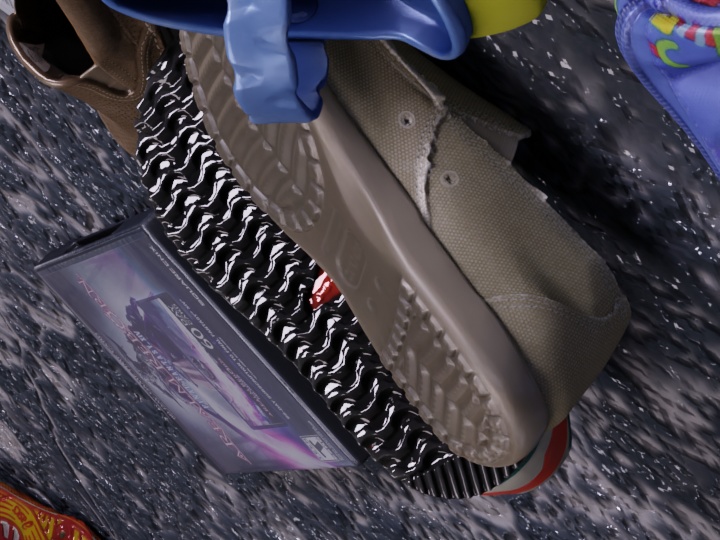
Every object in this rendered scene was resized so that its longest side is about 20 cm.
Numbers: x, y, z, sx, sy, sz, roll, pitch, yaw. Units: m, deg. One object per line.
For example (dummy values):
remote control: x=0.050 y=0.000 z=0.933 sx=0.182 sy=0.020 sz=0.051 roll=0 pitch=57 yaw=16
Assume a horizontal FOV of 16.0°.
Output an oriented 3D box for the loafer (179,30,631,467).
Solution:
loafer: x=0.011 y=-0.034 z=0.786 sx=0.200 sy=0.068 sz=0.076 roll=58 pitch=154 yaw=13

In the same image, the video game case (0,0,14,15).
video game case: x=-0.193 y=-0.191 z=0.943 sx=0.200 sy=0.022 sz=0.182 roll=38 pitch=160 yaw=27

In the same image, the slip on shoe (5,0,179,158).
slip on shoe: x=-0.096 y=-0.088 z=0.900 sx=0.076 sy=0.061 sz=0.200 roll=39 pitch=160 yaw=18

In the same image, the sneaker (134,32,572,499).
sneaker: x=0.001 y=0.000 z=0.868 sx=0.200 sy=0.070 sz=0.093 roll=50 pitch=-169 yaw=22

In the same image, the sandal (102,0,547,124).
sandal: x=-0.046 y=-0.106 z=0.722 sx=0.200 sy=0.087 sz=0.080 roll=34 pitch=161 yaw=34

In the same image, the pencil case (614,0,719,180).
pencil case: x=0.122 y=-0.012 z=0.567 sx=0.200 sy=0.087 sz=0.078 roll=59 pitch=179 yaw=-33

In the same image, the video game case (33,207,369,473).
video game case: x=-0.077 y=0.037 z=1.192 sx=0.143 sy=0.019 sz=0.200 roll=48 pitch=160 yaw=-10

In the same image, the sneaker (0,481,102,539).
sneaker: x=-0.210 y=0.195 z=1.757 sx=0.200 sy=0.073 sz=0.077 roll=34 pitch=-179 yaw=41
